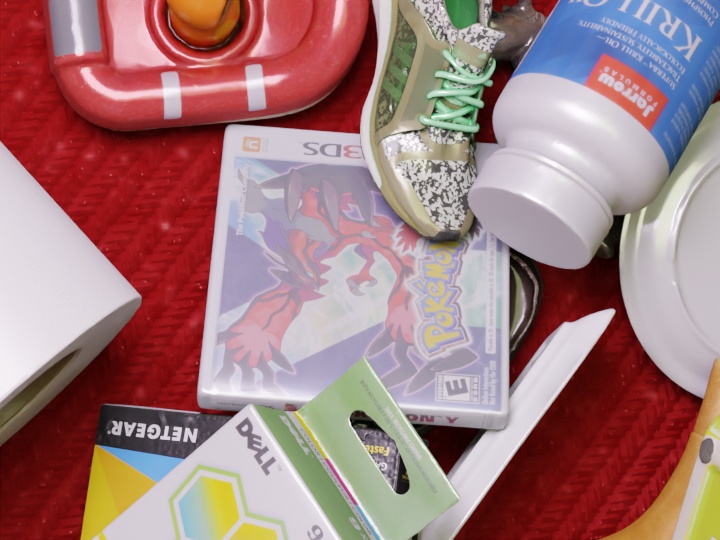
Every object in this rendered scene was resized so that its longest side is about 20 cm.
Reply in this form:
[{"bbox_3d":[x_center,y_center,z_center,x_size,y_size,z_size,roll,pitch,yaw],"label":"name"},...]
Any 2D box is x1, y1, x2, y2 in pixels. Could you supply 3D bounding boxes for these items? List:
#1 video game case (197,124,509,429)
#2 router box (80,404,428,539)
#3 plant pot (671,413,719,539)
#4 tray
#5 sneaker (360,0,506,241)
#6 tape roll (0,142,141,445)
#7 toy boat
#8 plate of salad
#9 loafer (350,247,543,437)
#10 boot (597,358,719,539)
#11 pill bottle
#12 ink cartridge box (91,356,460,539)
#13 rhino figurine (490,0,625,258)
[{"bbox_3d":[0.000,0.000,1.241,0.182,0.023,0.200,4,56,-1],"label":"video game case"},{"bbox_3d":[-0.066,0.161,1.195,0.199,0.051,0.150,3,80,24],"label":"router box"},{"bbox_3d":[0.282,0.190,1.159,0.181,0.200,0.200,12,100,-23],"label":"plant pot"},{"bbox_3d":[0.081,0.105,1.238,0.022,0.107,0.200,37,78,3],"label":"tray"},{"bbox_3d":[0.051,-0.119,1.225,0.077,0.089,0.201,2,81,-29],"label":"sneaker"},{"bbox_3d":[-0.243,0.032,1.162,0.203,0.203,0.139,-41,88,-11],"label":"tape roll"},{"bbox_3d":[-0.093,-0.162,1.246,0.199,0.131,0.131,-7,82,-8],"label":"toy boat"},{"bbox_3d":[0.249,-0.014,1.303,0.200,0.048,0.201,-3,98,-21],"label":"plate of salad"},{"bbox_3d":[0.043,0.062,1.258,0.073,0.071,0.200,42,79,1],"label":"loafer"},{"bbox_3d":[0.209,0.126,1.260,0.201,0.071,0.144,2,93,-19],"label":"boot"},{"bbox_3d":[0.148,-0.104,1.214,0.112,0.112,0.200,31,71,-1],"label":"pill bottle"},{"bbox_3d":[-0.056,0.145,1.130,0.200,0.059,0.104,-40,67,12],"label":"ink cartridge box"},{"bbox_3d":[0.124,-0.110,1.302,0.087,0.060,0.200,-39,85,-20],"label":"rhino figurine"}]
